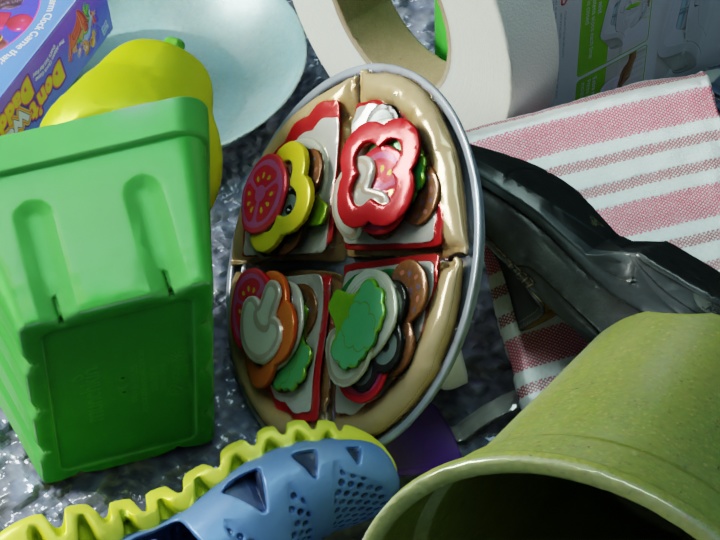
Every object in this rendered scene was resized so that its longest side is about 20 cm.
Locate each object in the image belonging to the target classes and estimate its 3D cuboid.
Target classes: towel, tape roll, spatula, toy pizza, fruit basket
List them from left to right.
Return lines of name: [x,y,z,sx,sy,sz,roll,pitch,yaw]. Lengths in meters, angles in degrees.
fruit basket: [-0.132,-0.026,1.037,0.155,0.216,0.216,-14,45,-12]
toy pizza: [-0.014,-0.006,1.031,0.032,0.201,0.200,11,32,-39]
tape roll: [0.029,-0.153,1.148,0.037,0.204,0.203,-31,51,-26]
spatula: [0.082,0.069,1.062,0.199,0.021,0.057,-13,43,-13]
towel: [0.136,0.003,1.063,0.145,0.030,0.201,-13,71,-5]

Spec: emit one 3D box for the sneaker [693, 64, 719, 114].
sneaker: [0.172,-0.074,1.163,0.070,0.082,0.200,26,50,28]

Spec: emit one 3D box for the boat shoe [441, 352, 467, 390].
boat shoe: [0.000,0.000,1.101,0.068,0.072,0.200,-22,44,-5]

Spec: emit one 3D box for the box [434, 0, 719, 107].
box: [0.138,-0.178,1.188,0.176,0.201,0.097,-31,50,-25]

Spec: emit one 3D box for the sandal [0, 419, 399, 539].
sandal: [-0.070,0.137,0.964,0.199,0.080,0.087,-23,53,-10]

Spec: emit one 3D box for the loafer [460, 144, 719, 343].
loafer: [0.092,-0.001,1.014,0.200,0.073,0.073,34,18,24]

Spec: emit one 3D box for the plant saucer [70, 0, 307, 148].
plant saucer: [-0.130,-0.116,1.249,0.200,0.039,0.202,-2,44,1]

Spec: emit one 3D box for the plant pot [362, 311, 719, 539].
plant pot: [0.123,0.117,0.908,0.199,0.201,0.184,17,35,19]

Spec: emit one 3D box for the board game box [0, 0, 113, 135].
board game box: [-0.248,-0.106,1.186,0.134,0.045,0.200,14,49,20]
